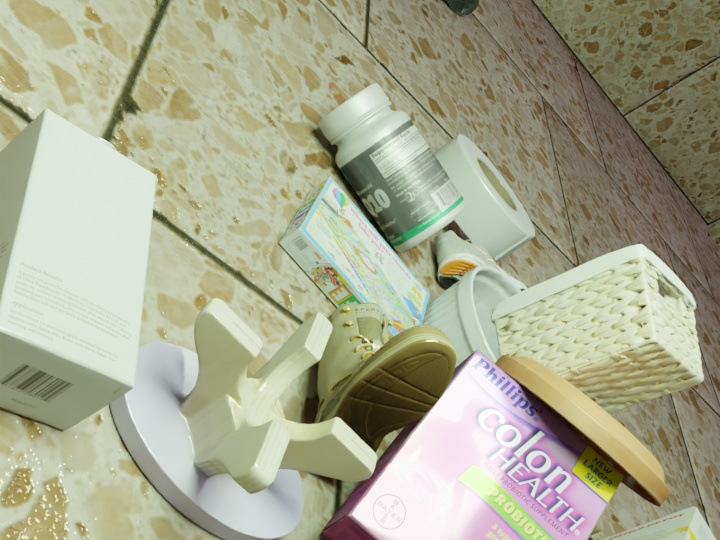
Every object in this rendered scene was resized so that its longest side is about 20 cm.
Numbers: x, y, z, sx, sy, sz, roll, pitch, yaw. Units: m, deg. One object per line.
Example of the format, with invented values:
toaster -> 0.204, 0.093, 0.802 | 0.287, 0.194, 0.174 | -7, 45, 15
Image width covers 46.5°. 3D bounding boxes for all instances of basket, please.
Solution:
basket -> 0.265, 0.082, 0.942 | 0.136, 0.200, 0.123 | 33, 44, -37

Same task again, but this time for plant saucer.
plant saucer -> 0.214, 0.148, 0.811 | 0.200, 0.032, 0.200 | 42, -3, 3

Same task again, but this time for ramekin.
ramekin -> 0.156, 0.104, 1.058 | 0.200, 0.105, 0.200 | 38, 34, -32

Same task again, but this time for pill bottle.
pill bottle -> 0.039, -0.135, 1.096 | 0.200, 0.113, 0.113 | 55, 29, -5

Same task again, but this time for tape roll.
tape roll -> 0.188, -0.114, 1.316 | 0.202, 0.071, 0.203 | 46, 20, -22

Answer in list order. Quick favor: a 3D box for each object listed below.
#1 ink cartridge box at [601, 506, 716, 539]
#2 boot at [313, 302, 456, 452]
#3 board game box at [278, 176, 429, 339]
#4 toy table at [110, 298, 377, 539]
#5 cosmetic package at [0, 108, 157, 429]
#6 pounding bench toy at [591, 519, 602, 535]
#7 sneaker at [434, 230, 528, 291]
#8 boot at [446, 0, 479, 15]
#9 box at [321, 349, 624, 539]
ink cartridge box -> 0.381, 0.418, 1.061 | 0.200, 0.147, 0.145 | -13, 74, -59
boot -> 0.014, 0.079, 0.771 | 0.073, 0.200, 0.156 | 23, 39, -17
board game box -> 0.000, 0.000, 0.987 | 0.200, 0.034, 0.134 | 49, 30, -16
toy table -> -0.086, 0.117, 0.659 | 0.200, 0.117, 0.184 | 41, 33, -27
cosmetic package -> -0.217, -0.004, 0.602 | 0.108, 0.085, 0.200 | 34, 36, -38
pounding bench toy -> 0.176, 0.268, 0.910 | 0.156, 0.124, 0.200 | 30, 40, -42
sneaker -> 0.182, 0.001, 1.233 | 0.200, 0.076, 0.092 | 33, 33, -40
boot -> 0.187, -0.698, 1.924 | 0.165, 0.066, 0.200 | 21, 41, -50
box -> 0.101, 0.208, 0.747 | 0.176, 0.097, 0.200 | 41, 60, 5
